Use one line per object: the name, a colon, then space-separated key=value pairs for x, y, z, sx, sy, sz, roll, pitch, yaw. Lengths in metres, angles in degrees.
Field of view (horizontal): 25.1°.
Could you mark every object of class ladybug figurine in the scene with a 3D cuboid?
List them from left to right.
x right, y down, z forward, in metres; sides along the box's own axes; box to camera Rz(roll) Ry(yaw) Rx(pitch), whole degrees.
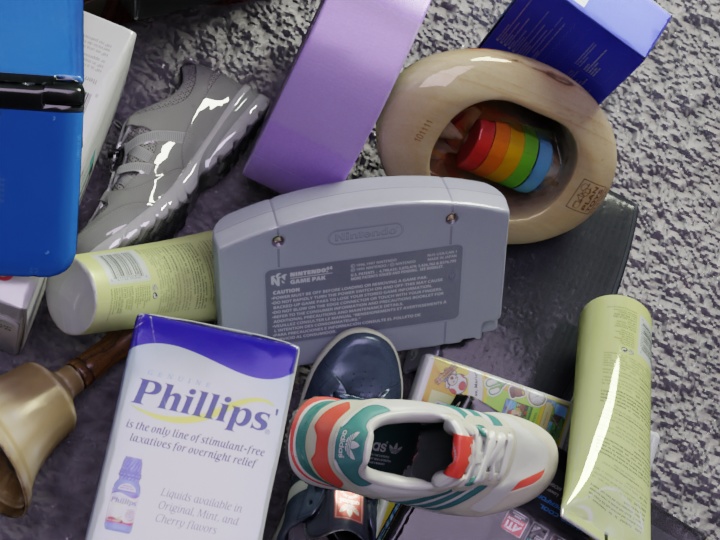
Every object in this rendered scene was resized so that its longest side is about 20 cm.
ladybug figurine: x=0.093 y=-0.091 z=1.134 sx=0.199 sy=0.072 sz=0.136 roll=22 pitch=111 yaw=-31

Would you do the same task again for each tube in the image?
tube: x=-0.122 y=0.008 z=1.097 sx=0.052 sy=0.058 sz=0.199 roll=31 pitch=25 yaw=32
tube: x=0.166 y=0.103 z=1.081 sx=0.058 sy=0.052 sz=0.201 roll=3 pitch=44 yaw=7

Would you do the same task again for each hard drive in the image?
hard drive: x=0.126 y=0.011 z=1.197 sx=0.134 sy=0.042 sz=0.201 roll=27 pitch=71 yaw=-5

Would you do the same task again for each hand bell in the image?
hand bell: x=-0.186 y=0.065 z=1.096 sx=0.104 sy=0.104 sz=0.200 roll=49 pitch=57 yaw=2

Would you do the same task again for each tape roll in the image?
tape roll: x=-0.012 y=-0.144 z=1.121 sx=0.065 sy=0.200 sz=0.201 roll=26 pitch=71 yaw=-6

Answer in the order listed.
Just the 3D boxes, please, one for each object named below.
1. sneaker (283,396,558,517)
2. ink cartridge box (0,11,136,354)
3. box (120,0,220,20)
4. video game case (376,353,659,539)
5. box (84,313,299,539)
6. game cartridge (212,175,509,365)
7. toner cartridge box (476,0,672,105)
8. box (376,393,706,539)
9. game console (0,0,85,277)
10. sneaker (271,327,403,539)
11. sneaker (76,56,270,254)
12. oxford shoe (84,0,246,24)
sneaker: x=0.056 y=0.119 z=1.004 sx=0.199 sy=0.093 sz=0.071 roll=12 pitch=85 yaw=-30
ink cartridge box: x=-0.255 y=-0.072 z=1.069 sx=0.146 sy=0.146 sz=0.201 roll=21 pitch=72 yaw=-7
box: x=-0.132 y=-0.289 z=1.119 sx=0.148 sy=0.125 sz=0.200 roll=-17 pitch=47 yaw=-25
video game case: x=0.098 y=0.182 z=1.134 sx=0.181 sy=0.023 sz=0.201 roll=19 pitch=85 yaw=-9
box: x=-0.112 y=0.152 z=1.023 sx=0.104 sy=0.184 sz=0.202 roll=13 pitch=72 yaw=-3
game cartridge: x=0.000 y=0.000 z=1.089 sx=0.198 sy=0.134 sz=0.041 roll=-7 pitch=44 yaw=-11
toner cartridge box: x=0.138 y=-0.155 z=1.161 sx=0.095 sy=0.200 sz=0.043 roll=37 pitch=69 yaw=-2
box: x=0.104 y=0.218 z=1.099 sx=0.199 sy=0.050 sz=0.199 roll=32 pitch=82 yaw=-6
game console: x=-0.270 y=-0.097 z=0.984 sx=0.198 sy=0.118 sz=0.172 roll=3 pitch=107 yaw=-12
sneaker: x=-0.011 y=0.140 z=1.076 sx=0.074 sy=0.084 sz=0.202 roll=12 pitch=93 yaw=-13
sneaker: x=-0.151 y=-0.069 z=1.142 sx=0.082 sy=0.075 sz=0.200 roll=36 pitch=58 yaw=4
oxford shoe: x=-0.125 y=-0.237 z=1.189 sx=0.198 sy=0.070 sz=0.075 roll=-12 pitch=73 yaw=-18
